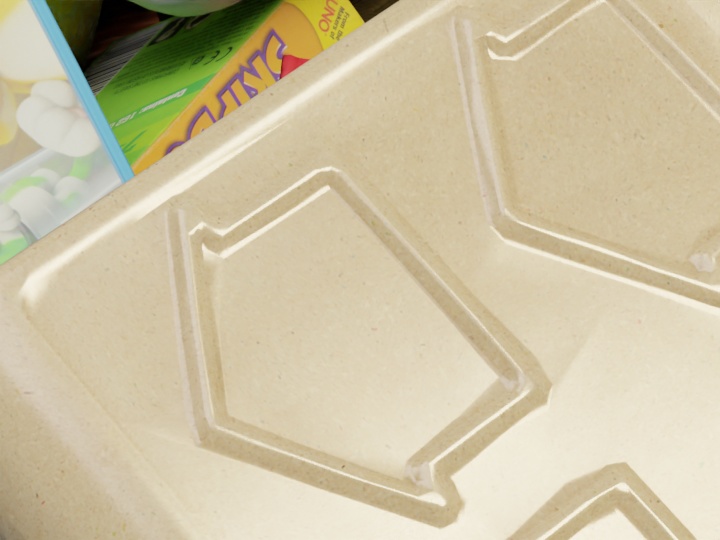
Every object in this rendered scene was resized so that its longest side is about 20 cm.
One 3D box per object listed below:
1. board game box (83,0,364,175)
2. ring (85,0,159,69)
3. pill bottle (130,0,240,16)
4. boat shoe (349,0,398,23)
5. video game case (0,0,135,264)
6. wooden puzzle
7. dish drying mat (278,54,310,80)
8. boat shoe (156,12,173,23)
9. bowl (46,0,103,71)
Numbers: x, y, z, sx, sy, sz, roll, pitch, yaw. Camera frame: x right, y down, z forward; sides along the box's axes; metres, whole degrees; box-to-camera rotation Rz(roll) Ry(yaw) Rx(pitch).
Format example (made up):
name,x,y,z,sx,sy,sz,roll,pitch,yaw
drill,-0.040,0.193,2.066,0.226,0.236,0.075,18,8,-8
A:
name,x,y,z,sx,sy,sz,roll,pitch,yaw
board game box,-0.085,0.003,0.693,0.095,0.030,0.200,-14,27,51
ring,-0.085,-0.027,0.836,0.200,0.019,0.201,-15,38,12
pill bottle,0.009,-0.151,0.723,0.200,0.113,0.113,-31,35,-32
boat shoe,0.000,0.000,0.702,0.073,0.065,0.200,-8,32,28
video game case,-0.153,-0.016,0.622,0.199,0.018,0.143,-18,64,-23
wooden puzzle,0.045,0.033,0.546,0.200,0.046,0.185,-37,72,-17
dish drying mat,0.074,-0.001,0.639,0.199,0.018,0.077,12,42,0
boat shoe,0.026,-0.123,0.833,0.199,0.074,0.066,-20,39,-11
bowl,-0.116,-0.110,0.782,0.107,0.201,0.200,-16,37,1
